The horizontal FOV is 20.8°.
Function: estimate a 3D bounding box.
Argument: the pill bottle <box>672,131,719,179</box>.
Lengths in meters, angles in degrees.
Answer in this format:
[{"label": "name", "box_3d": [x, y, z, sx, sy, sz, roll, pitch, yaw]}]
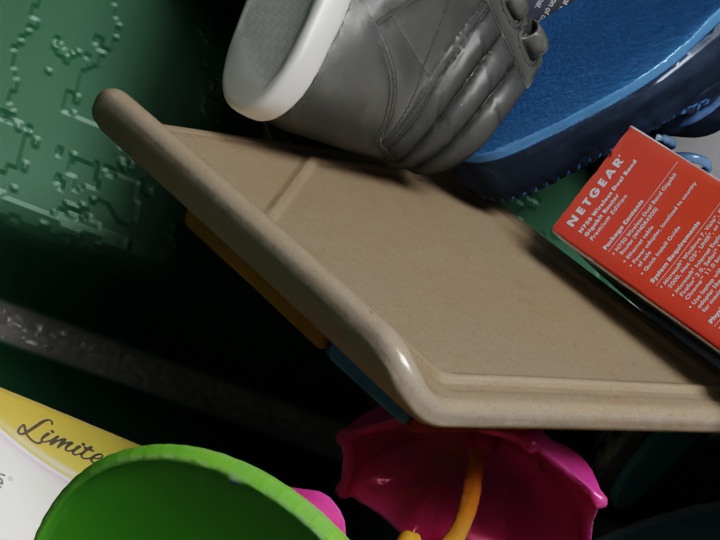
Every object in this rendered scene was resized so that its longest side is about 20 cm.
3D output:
[{"label": "pill bottle", "box_3d": [0.214, -0.089, 0.889, 0.115, 0.114, 0.200, 55, 43, 2]}]

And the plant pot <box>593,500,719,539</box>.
[{"label": "plant pot", "box_3d": [0.134, 0.194, 0.694, 0.200, 0.199, 0.135, -41, 118, -37]}]

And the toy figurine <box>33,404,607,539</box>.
[{"label": "toy figurine", "box_3d": [0.013, 0.121, 0.623, 0.184, 0.149, 0.202, -25, 110, -52]}]

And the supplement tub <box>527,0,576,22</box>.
[{"label": "supplement tub", "box_3d": [0.043, -0.152, 0.813, 0.199, 0.140, 0.141, 22, 58, -20]}]

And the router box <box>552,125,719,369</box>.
[{"label": "router box", "box_3d": [0.184, 0.049, 0.698, 0.049, 0.179, 0.200, -52, 134, 1]}]

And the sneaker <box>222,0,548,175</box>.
[{"label": "sneaker", "box_3d": [0.033, -0.126, 0.710, 0.099, 0.071, 0.201, 29, 84, -34]}]

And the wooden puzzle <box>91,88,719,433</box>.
[{"label": "wooden puzzle", "box_3d": [0.024, 0.007, 0.660, 0.199, 0.037, 0.185, 12, 21, -45]}]

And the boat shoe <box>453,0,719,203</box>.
[{"label": "boat shoe", "box_3d": [0.126, -0.076, 0.747, 0.199, 0.084, 0.069, -30, 126, -7]}]

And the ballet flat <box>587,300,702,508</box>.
[{"label": "ballet flat", "box_3d": [0.145, 0.035, 0.845, 0.200, 0.072, 0.072, -29, 84, -37]}]

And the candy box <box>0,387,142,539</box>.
[{"label": "candy box", "box_3d": [-0.108, 0.150, 0.629, 0.136, 0.061, 0.202, 24, 57, -21]}]

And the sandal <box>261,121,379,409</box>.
[{"label": "sandal", "box_3d": [0.000, 0.000, 0.771, 0.081, 0.054, 0.202, -8, 73, -49]}]
